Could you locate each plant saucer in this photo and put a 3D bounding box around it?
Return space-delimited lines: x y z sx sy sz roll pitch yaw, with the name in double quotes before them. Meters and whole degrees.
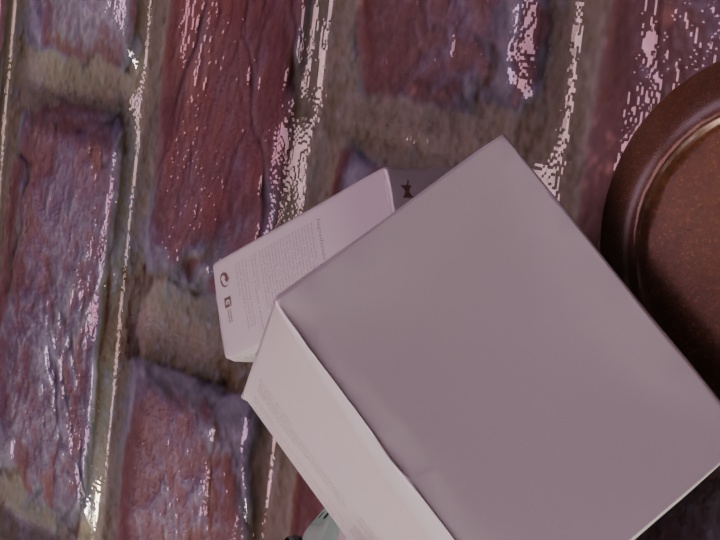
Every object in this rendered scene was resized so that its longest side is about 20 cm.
"plant saucer" 0.207 -0.007 0.830 0.198 0.034 0.203 2 96 22

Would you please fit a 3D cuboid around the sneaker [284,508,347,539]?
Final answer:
"sneaker" 0.010 0.137 1.128 0.202 0.073 0.118 -66 17 3

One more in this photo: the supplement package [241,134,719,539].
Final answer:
"supplement package" 0.057 0.075 0.889 0.192 0.147 0.200 52 163 9

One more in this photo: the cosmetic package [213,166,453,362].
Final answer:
"cosmetic package" 0.000 0.000 1.120 0.199 0.101 0.075 -25 71 51
